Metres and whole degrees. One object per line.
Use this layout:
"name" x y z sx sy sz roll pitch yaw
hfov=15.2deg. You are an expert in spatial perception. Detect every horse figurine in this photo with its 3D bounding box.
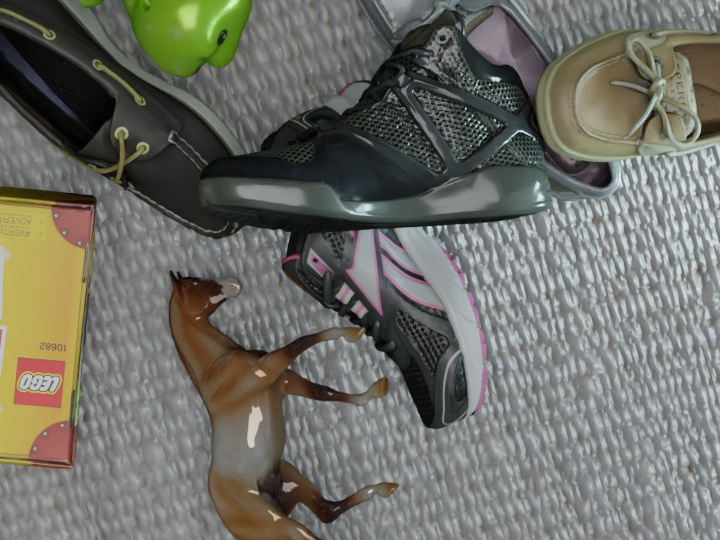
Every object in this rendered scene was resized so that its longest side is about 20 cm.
"horse figurine" -0.045 0.099 1.533 0.132 0.050 0.200 0 108 25

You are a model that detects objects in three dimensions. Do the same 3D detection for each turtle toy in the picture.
"turtle toy" -0.115 -0.203 1.454 0.101 0.146 0.200 -6 97 5

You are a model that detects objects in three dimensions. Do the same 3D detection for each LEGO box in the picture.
"LEGO box" -0.252 0.025 1.503 0.200 0.077 0.149 6 96 -7

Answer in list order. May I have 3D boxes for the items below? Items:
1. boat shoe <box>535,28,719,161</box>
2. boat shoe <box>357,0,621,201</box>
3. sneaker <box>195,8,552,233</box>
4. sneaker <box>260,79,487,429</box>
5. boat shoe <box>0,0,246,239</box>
"boat shoe" 0.187 -0.104 1.503 0.200 0.063 0.073 -14 98 -32
"boat shoe" 0.073 -0.119 1.527 0.074 0.065 0.202 -41 98 -1
"sneaker" 0.004 -0.078 1.455 0.199 0.076 0.114 -5 86 -17
"sneaker" 0.000 0.000 1.522 0.086 0.080 0.200 -22 86 -17
"boat shoe" -0.142 -0.084 1.499 0.201 0.061 0.072 42 130 -4
